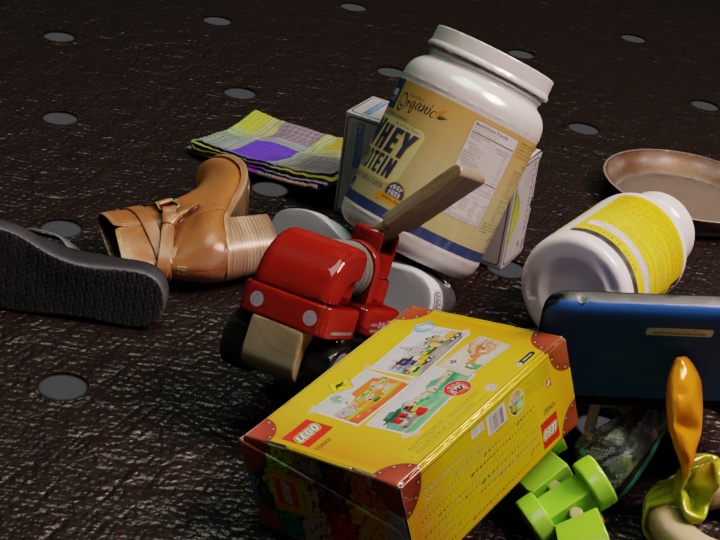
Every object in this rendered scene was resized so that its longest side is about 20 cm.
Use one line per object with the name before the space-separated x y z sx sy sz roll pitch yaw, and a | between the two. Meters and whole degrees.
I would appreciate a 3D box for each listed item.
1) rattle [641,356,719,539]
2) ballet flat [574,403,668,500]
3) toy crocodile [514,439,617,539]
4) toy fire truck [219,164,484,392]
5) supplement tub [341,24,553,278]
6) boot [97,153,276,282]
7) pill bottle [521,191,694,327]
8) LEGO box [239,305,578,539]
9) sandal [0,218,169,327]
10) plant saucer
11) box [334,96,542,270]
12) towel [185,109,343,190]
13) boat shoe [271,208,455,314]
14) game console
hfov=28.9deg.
rattle | 0.305 0.164 0.992 0.129 0.145 0.199 5 16 -45
ballet flat | 0.227 0.111 1.129 0.071 0.073 0.200 22 31 25
toy crocodile | 0.137 0.158 1.034 0.067 0.062 0.200 -31 30 -5
toy fire truck | 0.000 -0.002 1.106 0.127 0.203 0.176 19 4 22
supplement tub | 0.082 -0.110 1.300 0.143 0.202 0.144 25 6 -3
boot | -0.176 -0.053 1.334 0.153 0.075 0.200 -7 28 -19
pill bottle | 0.244 -0.010 1.328 0.110 0.113 0.199 23 31 27
LEGO box | 0.038 0.114 0.991 0.148 0.078 0.199 11 34 41
sandal | -0.263 0.002 1.207 0.197 0.077 0.043 17 28 -6
plant saucer | 0.373 -0.087 1.603 0.197 0.033 0.201 8 27 -4
box | 0.077 -0.092 1.432 0.198 0.118 0.060 21 29 21
towel | -0.077 -0.136 1.555 0.198 0.023 0.143 18 29 29
boat shoe | 0.000 0.000 1.300 0.199 0.069 0.056 28 15 30
game console | 0.227 0.042 1.084 0.197 0.172 0.119 2 48 -1
